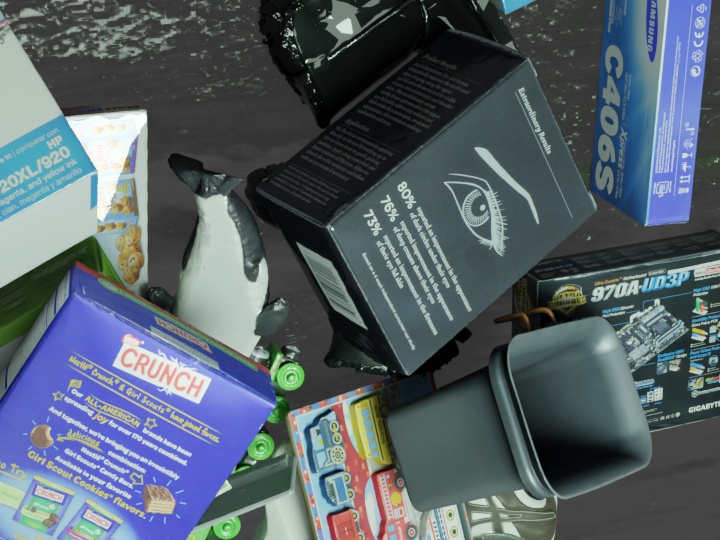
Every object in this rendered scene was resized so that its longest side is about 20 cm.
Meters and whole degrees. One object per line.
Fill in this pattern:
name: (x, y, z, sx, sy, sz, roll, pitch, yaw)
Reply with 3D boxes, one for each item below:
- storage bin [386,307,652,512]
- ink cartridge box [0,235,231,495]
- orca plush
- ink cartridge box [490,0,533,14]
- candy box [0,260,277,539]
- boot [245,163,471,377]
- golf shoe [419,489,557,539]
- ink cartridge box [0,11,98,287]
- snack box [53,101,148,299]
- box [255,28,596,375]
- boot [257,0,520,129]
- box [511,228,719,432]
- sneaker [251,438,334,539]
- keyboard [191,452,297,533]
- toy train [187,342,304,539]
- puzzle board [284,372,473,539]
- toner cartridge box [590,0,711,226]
storage bin: (0.115, 0.112, 1.683, 0.199, 0.134, 0.147, -9, 81, -60)
ink cartridge box: (-0.206, 0.102, 1.584, 0.147, 0.076, 0.201, -29, 115, 1)
orca plush: (-0.113, -0.010, 1.624, 0.104, 0.071, 0.201, -10, 128, 7)
ink cartridge box: (0.164, -0.293, 1.640, 0.199, 0.068, 0.117, -27, 119, -14)
candy box: (-0.181, 0.121, 1.513, 0.168, 0.077, 0.201, 31, 104, -19)
boot: (-0.001, 0.000, 1.669, 0.197, 0.073, 0.164, -4, 114, -26)
golf shoe: (0.081, 0.189, 1.798, 0.199, 0.078, 0.095, 24, 81, -33)
ink cartridge box: (-0.280, -0.093, 1.406, 0.144, 0.147, 0.201, -30, 81, -13)
snack box: (-0.193, -0.022, 1.598, 0.071, 0.024, 0.202, -7, 112, -21)
box: (0.050, -0.052, 1.561, 0.200, 0.104, 0.149, -39, 125, -17)
boot: (0.026, -0.163, 1.622, 0.162, 0.073, 0.199, -34, 113, -13)
box: (0.222, 0.060, 1.820, 0.198, 0.046, 0.160, -10, 114, -22)
sneaker: (-0.060, 0.228, 1.730, 0.075, 0.088, 0.201, 23, 95, 11)
keyboard: (-0.140, 0.189, 1.645, 0.199, 0.056, 0.011, -22, 117, 11)
toy train: (-0.103, 0.145, 1.701, 0.056, 0.042, 0.201, 19, 101, -20)
puzzle board: (0.025, 0.189, 1.701, 0.150, 0.017, 0.202, -16, 95, -37)
toner cartridge box: (0.229, -0.145, 1.714, 0.043, 0.095, 0.202, -6, 112, -23)
